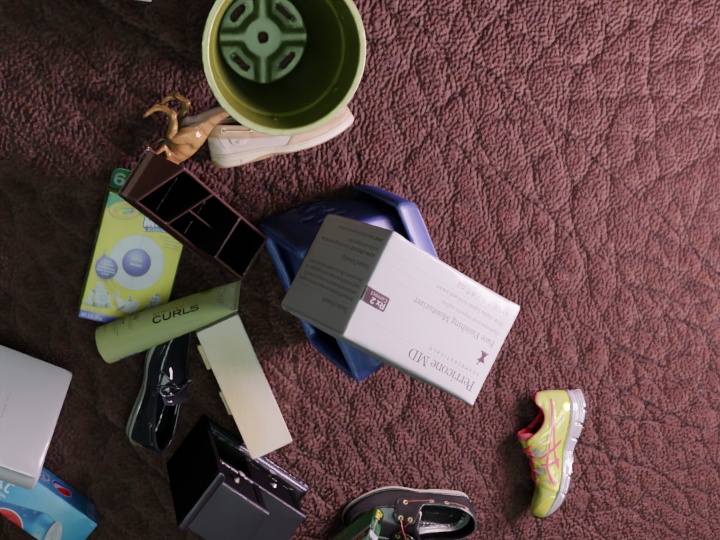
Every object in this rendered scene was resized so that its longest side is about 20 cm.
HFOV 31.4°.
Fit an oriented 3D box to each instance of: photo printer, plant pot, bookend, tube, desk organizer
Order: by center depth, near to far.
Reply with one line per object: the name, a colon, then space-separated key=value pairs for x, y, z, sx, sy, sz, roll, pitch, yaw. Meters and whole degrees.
plant pot: x=-0.110 y=-0.284 z=1.593 sx=0.197 sy=0.190 sz=0.203 roll=-4 pitch=106 yaw=-13
desk organizer: x=-0.209 y=-0.069 z=1.632 sx=0.072 sy=0.076 sz=0.200 roll=-58 pitch=142 yaw=-8
photo printer: x=-0.491 y=0.173 z=1.654 sx=0.198 sy=0.069 sz=0.168 roll=24 pitch=61 yaw=-18
tube: x=-0.247 y=0.064 z=1.662 sx=0.197 sy=0.052 sz=0.059 roll=-19 pitch=69 yaw=9
plant pot: x=0.000 y=0.000 z=1.698 sx=0.178 sy=0.200 sz=0.202 roll=-28 pitch=110 yaw=-12
bookend: x=-0.154 y=0.319 z=1.740 sx=0.198 sy=0.200 sz=0.092 roll=37 pitch=95 yaw=-19

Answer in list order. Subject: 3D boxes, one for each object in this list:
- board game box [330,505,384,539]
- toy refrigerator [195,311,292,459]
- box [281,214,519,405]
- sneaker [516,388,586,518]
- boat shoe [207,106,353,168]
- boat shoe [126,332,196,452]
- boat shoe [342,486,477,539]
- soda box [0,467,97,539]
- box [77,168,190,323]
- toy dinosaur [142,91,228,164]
board game box: x=-0.052 y=0.417 z=1.818 sx=0.199 sy=0.105 sz=0.024 roll=-39 pitch=93 yaw=14
toy refrigerator: x=-0.166 y=0.151 z=1.758 sx=0.069 sy=0.076 sz=0.202 roll=-23 pitch=109 yaw=-6
box: x=0.044 y=0.043 z=1.510 sx=0.197 sy=0.199 sz=0.132 roll=29 pitch=86 yaw=-26
sneaker: x=0.271 y=0.267 z=1.901 sx=0.089 sy=0.078 sz=0.203 roll=10 pitch=97 yaw=-7
boat shoe: x=-0.107 y=-0.193 z=1.680 sx=0.197 sy=0.074 sz=0.070 roll=-18 pitch=114 yaw=-7
boat shoe: x=-0.260 y=0.155 z=1.730 sx=0.074 sy=0.062 sz=0.203 roll=-4 pitch=117 yaw=-57
boat shoe: x=0.073 y=0.363 z=1.880 sx=0.198 sy=0.063 sz=0.075 roll=0 pitch=109 yaw=-10
soda box: x=-0.454 y=0.302 z=1.736 sx=0.200 sy=0.064 sz=0.068 roll=41 pitch=93 yaw=-19
box: x=-0.296 y=-0.026 z=1.695 sx=0.116 sy=0.048 sz=0.203 roll=12 pitch=100 yaw=-17
toy dinosaur: x=-0.218 y=-0.183 z=1.649 sx=0.199 sy=0.060 sz=0.107 roll=-39 pitch=97 yaw=14
